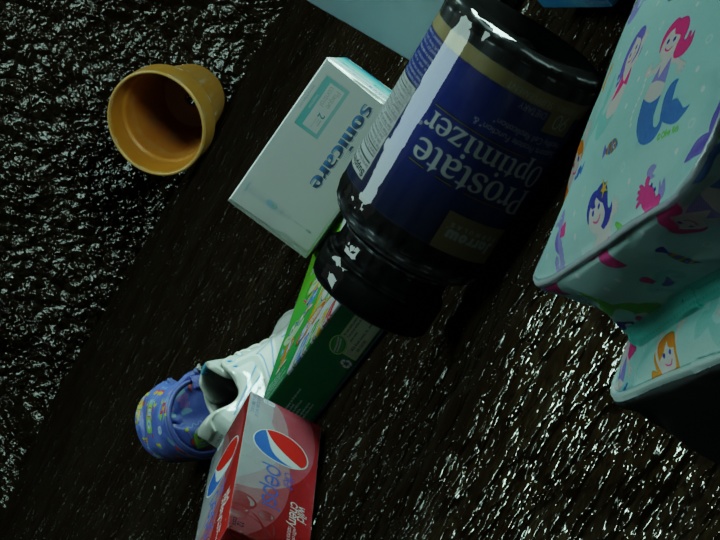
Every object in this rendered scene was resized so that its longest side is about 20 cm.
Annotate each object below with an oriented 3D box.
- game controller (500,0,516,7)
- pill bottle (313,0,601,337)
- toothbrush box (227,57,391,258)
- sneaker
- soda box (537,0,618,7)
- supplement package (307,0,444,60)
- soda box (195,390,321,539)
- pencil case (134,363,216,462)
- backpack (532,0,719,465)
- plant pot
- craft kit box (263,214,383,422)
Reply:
[{"bbox_3d":[0.129,-0.276,1.678,0.201,0.042,0.104,-65,10,-11],"label":"game controller"},{"bbox_3d":[0.055,-0.063,1.274,0.201,0.111,0.112,-59,10,18],"label":"pill bottle"},{"bbox_3d":[-0.029,-0.100,1.754,0.147,0.085,0.200,-54,1,8],"label":"toothbrush box"},{"bbox_3d":[-0.085,0.084,1.667,0.075,0.086,0.200,-57,9,31],"label":"sneaker"},{"bbox_3d":[0.141,-0.217,1.334,0.064,0.068,0.200,-44,10,-1],"label":"soda box"},{"bbox_3d":[0.050,-0.316,1.855,0.201,0.155,0.111,-56,11,26],"label":"supplement package"},{"bbox_3d":[-0.073,0.167,1.439,0.070,0.063,0.200,-59,11,22],"label":"soda box"},{"bbox_3d":[-0.161,0.137,1.928,0.200,0.077,0.088,155,113,-73],"label":"pencil case"},{"bbox_3d":[0.155,-0.045,0.639,0.201,0.150,0.177,-60,7,-19],"label":"backpack"},{"bbox_3d":[-0.343,-0.300,3.809,0.201,0.200,0.183,-56,-5,29],"label":"plant pot"},{"bbox_3d":[0.000,0.000,1.589,0.200,0.048,0.198,-53,10,41],"label":"craft kit box"}]
